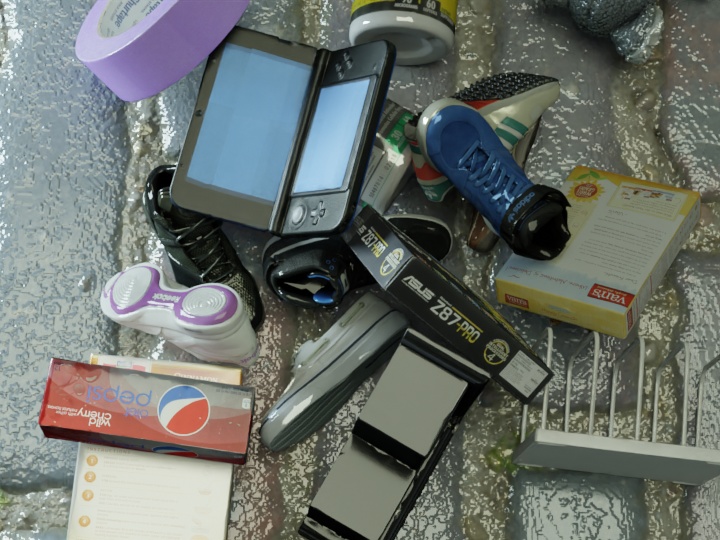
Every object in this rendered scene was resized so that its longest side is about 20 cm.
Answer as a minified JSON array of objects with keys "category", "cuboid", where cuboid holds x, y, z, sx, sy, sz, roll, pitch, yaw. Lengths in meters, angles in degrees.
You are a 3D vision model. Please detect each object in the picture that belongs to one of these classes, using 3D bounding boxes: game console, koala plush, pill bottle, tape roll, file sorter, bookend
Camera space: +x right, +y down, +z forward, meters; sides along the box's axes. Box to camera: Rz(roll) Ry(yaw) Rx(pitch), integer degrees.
[{"category":"game console","cuboid":[-0.076,-0.142,1.626,0.118,0.171,0.200,21,77,-32]},{"category":"koala plush","cuboid":[0.293,-0.336,1.804,0.177,0.184,0.200,39,87,7]},{"category":"pill bottle","cuboid":[0.052,-0.334,1.802,0.114,0.114,0.200,6,74,-3]},{"category":"tape roll","cuboid":[-0.200,-0.270,1.722,0.066,0.200,0.200,44,73,-29]},{"category":"pill bottle","cuboid":[-0.034,-0.153,1.746,0.200,0.113,0.113,31,75,4]},{"category":"file sorter","cuboid":[0.265,0.136,1.677,0.200,0.139,0.125,6,74,-3]},{"category":"bookend","cuboid":[0.030,0.178,1.616,0.092,0.200,0.199,30,74,4]}]

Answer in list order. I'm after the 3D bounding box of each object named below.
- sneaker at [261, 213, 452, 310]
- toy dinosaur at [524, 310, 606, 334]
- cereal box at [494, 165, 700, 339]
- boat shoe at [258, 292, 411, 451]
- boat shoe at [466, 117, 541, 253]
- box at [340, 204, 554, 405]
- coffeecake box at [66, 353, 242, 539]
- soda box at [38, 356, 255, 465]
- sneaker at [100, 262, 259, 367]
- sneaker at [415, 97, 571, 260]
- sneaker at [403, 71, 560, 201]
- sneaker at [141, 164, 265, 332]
[{"category":"sneaker","cuboid":[0.000,0.000,1.702,0.200,0.112,0.073,-8,113,0]},{"category":"toy dinosaur","cuboid":[0.223,0.010,1.748,0.106,0.060,0.200,-5,42,5]},{"category":"cereal box","cuboid":[0.244,-0.023,1.706,0.144,0.040,0.200,17,48,28]},{"category":"boat shoe","cuboid":[-0.038,0.102,1.707,0.200,0.074,0.067,-39,66,-23]},{"category":"boat shoe","cuboid":[0.139,-0.112,1.775,0.072,0.076,0.200,16,67,7]},{"category":"box","cuboid":[0.083,0.032,1.619,0.200,0.161,0.049,39,94,-24]},{"category":"coffeecake box","cuboid":[-0.202,0.192,1.659,0.153,0.073,0.200,6,74,-3]},{"category":"soda box","cuboid":[-0.203,0.137,1.604,0.200,0.063,0.070,9,73,-2]},{"category":"sneaker","cuboid":[-0.184,0.053,1.678,0.200,0.100,0.075,16,58,40]},{"category":"sneaker","cuboid":[0.138,-0.084,1.621,0.077,0.200,0.111,-44,40,-7]},{"category":"sneaker","cuboid":[0.129,-0.137,1.717,0.200,0.070,0.093,-28,121,-33]},{"category":"sneaker","cuboid":[-0.163,-0.023,1.702,0.076,0.114,0.200,-26,80,-9]}]
